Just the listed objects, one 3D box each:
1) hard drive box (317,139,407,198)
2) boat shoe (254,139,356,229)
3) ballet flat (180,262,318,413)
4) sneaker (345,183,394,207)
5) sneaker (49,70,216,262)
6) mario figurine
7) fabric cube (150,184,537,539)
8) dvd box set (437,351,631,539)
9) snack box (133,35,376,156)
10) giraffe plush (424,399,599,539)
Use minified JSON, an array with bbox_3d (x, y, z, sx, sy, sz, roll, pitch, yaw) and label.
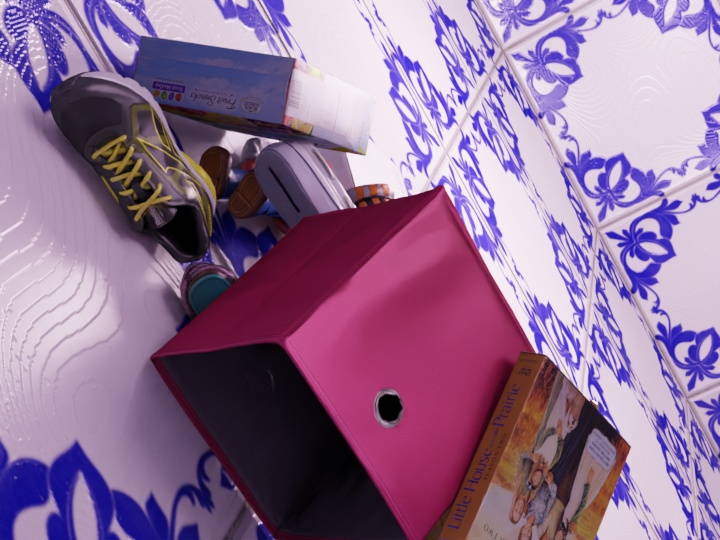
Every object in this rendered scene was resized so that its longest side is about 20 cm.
[{"bbox_3d":[-0.007,-0.082,1.488,0.200,0.076,0.157,41,29,-56],"label":"hard drive box"},{"bbox_3d":[-0.020,-0.037,1.179,0.066,0.073,0.202,-27,88,-44],"label":"boat shoe"},{"bbox_3d":[-0.093,0.073,1.122,0.201,0.069,0.071,57,1,-17],"label":"ballet flat"},{"bbox_3d":[0.000,0.000,1.296,0.200,0.076,0.113,109,-29,-70],"label":"sneaker"},{"bbox_3d":[-0.178,-0.083,1.055,0.200,0.074,0.085,45,19,-43],"label":"sneaker"},{"bbox_3d":[-0.080,-0.098,1.296,0.125,0.105,0.200,65,21,11],"label":"mario figurine"},{"bbox_3d":[-0.004,0.079,1.014,0.199,0.199,0.197,-42,109,-33],"label":"fabric cube"},{"bbox_3d":[0.130,0.186,0.978,0.146,0.029,0.201,45,63,-35],"label":"dvd box set"},{"bbox_3d":[-0.098,-0.167,1.237,0.200,0.167,0.069,5,97,-66],"label":"snack box"},{"bbox_3d":[0.159,0.188,1.149,0.200,0.172,0.162,47,35,1],"label":"giraffe plush"}]
